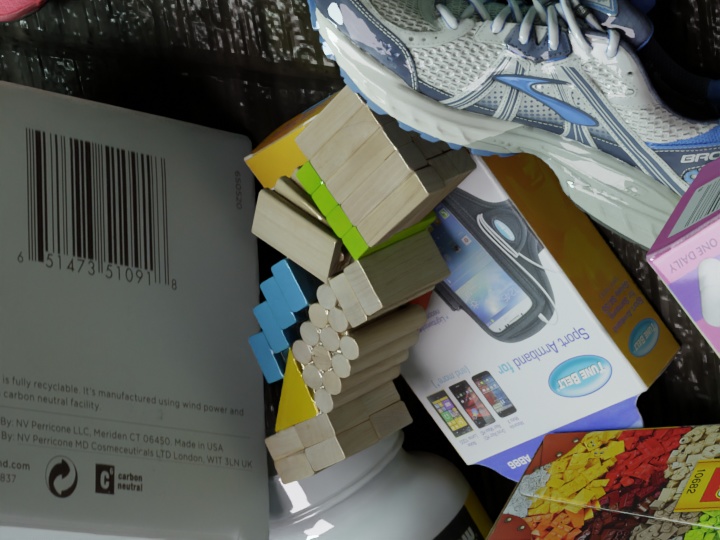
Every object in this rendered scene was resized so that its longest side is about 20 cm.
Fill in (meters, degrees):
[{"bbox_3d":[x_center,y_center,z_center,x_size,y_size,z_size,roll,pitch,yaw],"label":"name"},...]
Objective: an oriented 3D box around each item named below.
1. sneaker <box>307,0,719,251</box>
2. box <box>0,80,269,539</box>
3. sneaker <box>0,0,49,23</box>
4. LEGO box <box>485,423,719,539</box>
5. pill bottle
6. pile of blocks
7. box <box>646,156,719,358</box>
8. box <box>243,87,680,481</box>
[{"bbox_3d":[0.076,-0.088,1.115,0.200,0.077,0.085,25,126,-11],"label":"sneaker"},{"bbox_3d":[-0.157,0.031,1.243,0.131,0.199,0.200,-15,72,42],"label":"box"},{"bbox_3d":[-0.148,-0.171,1.223,0.074,0.087,0.200,45,136,3],"label":"sneaker"},{"bbox_3d":[0.165,0.165,1.214,0.149,0.077,0.200,-5,126,36],"label":"LEGO box"},{"bbox_3d":[0.022,0.159,1.317,0.112,0.112,0.200,-18,109,43],"label":"pill bottle"},{"bbox_3d":[0.000,0.000,1.207,0.082,0.062,0.200,37,129,27],"label":"pile of blocks"},{"bbox_3d":[0.240,0.014,1.032,0.176,0.097,0.200,-33,99,30],"label":"box"},{"bbox_3d":[0.051,0.001,1.235,0.119,0.041,0.200,-27,105,45],"label":"box"}]
